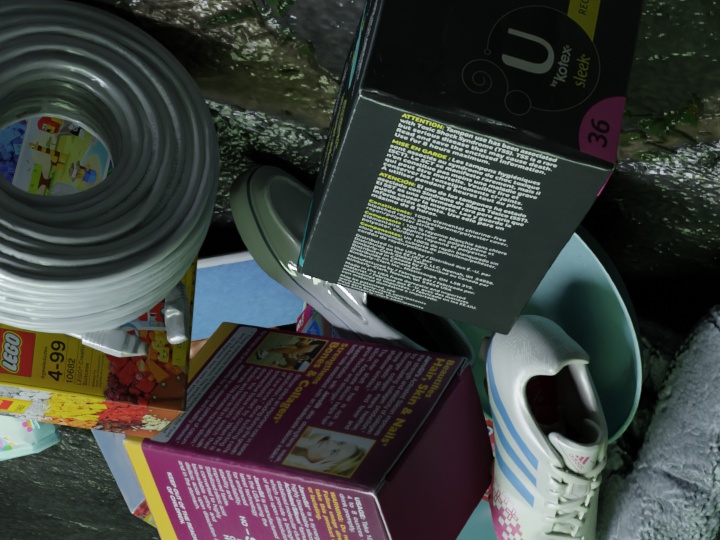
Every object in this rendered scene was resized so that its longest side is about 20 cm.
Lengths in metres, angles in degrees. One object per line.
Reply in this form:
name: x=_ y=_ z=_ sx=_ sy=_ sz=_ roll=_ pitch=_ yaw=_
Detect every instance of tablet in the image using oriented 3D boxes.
tablet: x=-0.134 y=0.023 z=1.233 sx=0.197 sy=0.014 sz=0.130 roll=-9 pitch=154 yaw=-10

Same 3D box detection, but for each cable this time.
cable: x=-0.179 y=-0.062 z=0.960 sx=0.197 sy=0.202 sz=0.069 roll=11 pitch=150 yaw=-14

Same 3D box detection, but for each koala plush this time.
koala plush: x=0.242 y=0.111 z=1.169 sx=0.176 sy=0.186 sz=0.199 roll=9 pitch=-176 yaw=44

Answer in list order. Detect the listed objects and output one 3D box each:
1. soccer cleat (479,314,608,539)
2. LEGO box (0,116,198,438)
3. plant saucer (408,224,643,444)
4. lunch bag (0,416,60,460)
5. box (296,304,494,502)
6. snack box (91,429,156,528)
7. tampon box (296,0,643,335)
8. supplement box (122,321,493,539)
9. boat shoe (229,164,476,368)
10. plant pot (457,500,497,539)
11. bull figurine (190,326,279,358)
soccer cleat: x=0.121 y=0.126 z=1.057 sx=0.086 sy=0.069 sz=0.202 roll=29 pitch=136 yaw=57
LEGO box: x=-0.180 y=-0.010 z=1.040 sx=0.147 sy=0.203 sz=0.077 roll=10 pitch=158 yaw=-21
plant saucer: x=0.110 y=0.024 z=1.093 sx=0.199 sy=0.036 sz=0.202 roll=31 pitch=138 yaw=32
lunch bag: x=-0.327 y=0.056 z=1.288 sx=0.198 sy=0.122 sz=0.172 roll=1 pitch=115 yaw=25
box: x=0.055 y=0.082 z=1.228 sx=0.198 sy=0.100 sz=0.096 roll=23 pitch=134 yaw=-21
snack box: x=-0.163 y=0.148 z=1.402 sx=0.053 sy=0.200 sz=0.142 roll=-43 pitch=134 yaw=7
tampon box: x=0.055 y=-0.085 z=0.858 sx=0.125 sy=0.151 sz=0.200 roll=16 pitch=154 yaw=-4
supplement box: x=-0.031 y=0.121 z=1.092 sx=0.198 sy=0.131 sz=0.104 roll=7 pitch=130 yaw=33
boat shoe: x=0.000 y=0.000 z=1.111 sx=0.200 sy=0.074 sz=0.065 roll=44 pitch=138 yaw=-14
plant pot: x=0.164 y=0.208 z=1.358 sx=0.199 sy=0.202 sz=0.160 roll=28 pitch=138 yaw=-29
bull figurine: x=-0.077 y=0.105 z=1.383 sx=0.120 sy=0.065 sz=0.201 roll=-28 pitch=135 yaw=6
